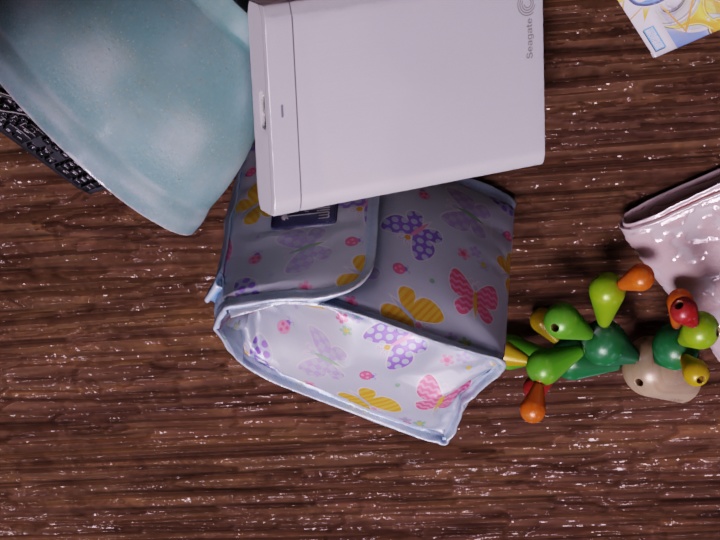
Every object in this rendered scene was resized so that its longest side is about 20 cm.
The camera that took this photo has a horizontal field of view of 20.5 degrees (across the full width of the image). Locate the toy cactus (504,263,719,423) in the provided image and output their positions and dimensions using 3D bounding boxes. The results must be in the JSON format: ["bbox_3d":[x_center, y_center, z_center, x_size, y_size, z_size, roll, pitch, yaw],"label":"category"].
[{"bbox_3d":[0.196,0.067,1.466,0.199,0.103,0.164,-22,146,38],"label":"toy cactus"}]

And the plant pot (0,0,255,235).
[{"bbox_3d":[-0.132,-0.140,1.266,0.134,0.201,0.200,-44,119,9],"label":"plant pot"}]

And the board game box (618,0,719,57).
[{"bbox_3d":[0.194,-0.235,1.219,0.135,0.035,0.200,-22,127,26],"label":"board game box"}]

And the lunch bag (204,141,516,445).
[{"bbox_3d":[0.000,0.000,1.378,0.198,0.171,0.127,20,135,-11],"label":"lunch bag"}]

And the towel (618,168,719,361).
[{"bbox_3d":[0.313,-0.004,1.430,0.190,0.032,0.200,-23,126,27],"label":"towel"}]

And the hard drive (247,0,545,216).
[{"bbox_3d":[0.027,-0.117,1.259,0.198,0.027,0.133,-12,111,-26],"label":"hard drive"}]

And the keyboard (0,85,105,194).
[{"bbox_3d":[-0.246,-0.111,1.377,0.199,0.040,0.104,37,148,-25],"label":"keyboard"}]
